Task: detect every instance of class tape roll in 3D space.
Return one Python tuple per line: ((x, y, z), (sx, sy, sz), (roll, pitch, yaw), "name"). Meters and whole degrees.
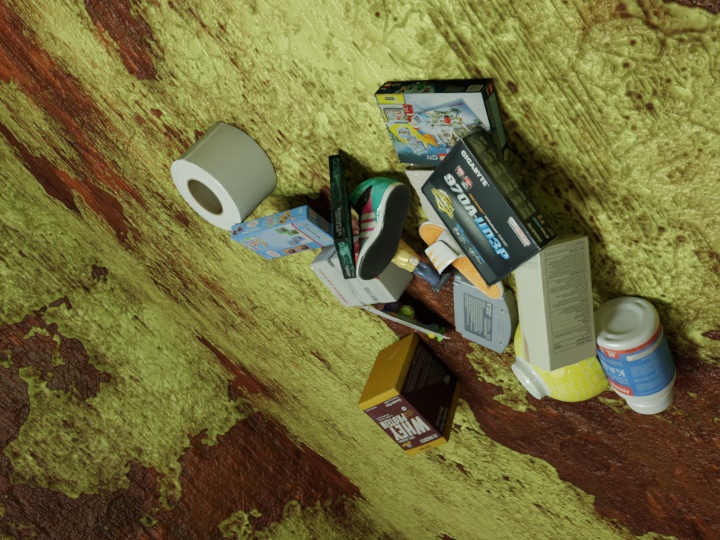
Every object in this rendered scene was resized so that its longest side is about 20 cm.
((-0.309, -0.210, 1.420), (0.201, 0.140, 0.204), (28, 151, 17), "tape roll")

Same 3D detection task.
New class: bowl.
((0.347, 0.174, 1.163), (0.201, 0.107, 0.200), (53, 175, 7), "bowl")

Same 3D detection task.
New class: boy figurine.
((0.092, -0.035, 1.271), (0.199, 0.065, 0.124), (39, -175, 1), "boy figurine")

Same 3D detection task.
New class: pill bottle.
((0.469, 0.151, 1.062), (0.112, 0.113, 0.201), (4, 136, 47), "pill bottle")

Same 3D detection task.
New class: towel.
((0.176, -0.127, 1.084), (0.199, 0.035, 0.133), (8, 139, 44), "towel")

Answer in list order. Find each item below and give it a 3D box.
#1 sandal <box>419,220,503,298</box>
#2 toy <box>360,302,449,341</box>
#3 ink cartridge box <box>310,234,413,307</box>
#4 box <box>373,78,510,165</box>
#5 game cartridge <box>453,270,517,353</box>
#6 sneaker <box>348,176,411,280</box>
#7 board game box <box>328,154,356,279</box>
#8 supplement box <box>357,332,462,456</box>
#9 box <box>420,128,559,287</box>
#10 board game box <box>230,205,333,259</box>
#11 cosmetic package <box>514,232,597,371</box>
((0.183, -0.013, 1.189), (0.206, 0.059, 0.079), (43, 150, 13), "sandal")
((0.107, 0.105, 1.449), (0.198, 0.048, 0.115), (26, 171, -12), "toy")
((0.000, 0.000, 1.421), (0.147, 0.083, 0.199), (50, 149, -20), "ink cartridge box")
((0.128, -0.230, 0.987), (0.198, 0.038, 0.137), (13, 143, 39), "box")
((0.259, 0.090, 1.302), (0.132, 0.042, 0.201), (19, 146, 24), "game cartridge")
((0.018, -0.093, 1.202), (0.121, 0.083, 0.202), (45, 121, 47), "sneaker")
((-0.034, -0.103, 1.206), (0.028, 0.202, 0.136), (-7, 148, 4), "board game box")
((0.129, 0.311, 1.567), (0.200, 0.198, 0.132), (46, 129, -15), "supplement box")
((0.191, -0.091, 0.963), (0.201, 0.046, 0.159), (57, 154, 8), "box")
((-0.167, -0.081, 1.405), (0.198, 0.037, 0.151), (-13, 157, 24), "board game box")
((0.313, 0.048, 1.007), (0.071, 0.104, 0.203), (-162, 62, -66), "cosmetic package")
